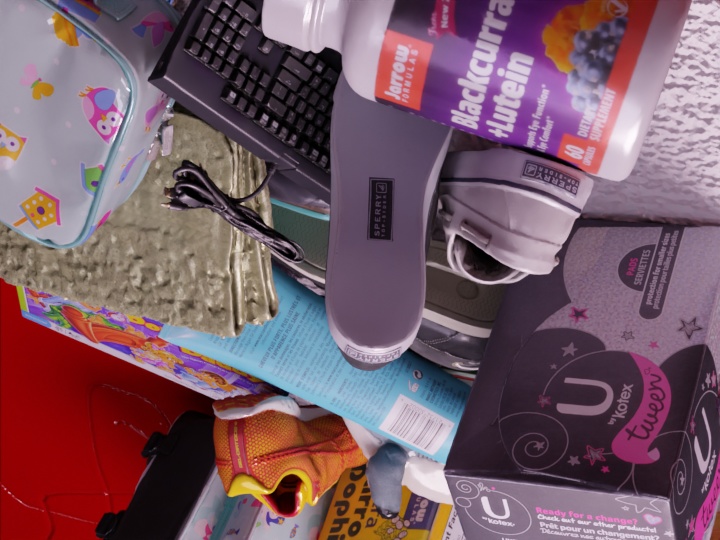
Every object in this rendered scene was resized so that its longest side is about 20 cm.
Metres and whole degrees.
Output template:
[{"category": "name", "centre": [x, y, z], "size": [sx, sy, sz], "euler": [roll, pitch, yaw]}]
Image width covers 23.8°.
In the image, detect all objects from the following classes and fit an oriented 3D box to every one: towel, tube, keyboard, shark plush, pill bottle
[{"category": "towel", "centre": [-0.140, -0.043, 1.015], "size": [0.199, 0.036, 0.149], "euler": [9, 112, 24]}, {"category": "tube", "centre": [-0.019, 0.054, 1.060], "size": [0.200, 0.078, 0.050], "euler": [29, 179, -9]}, {"category": "keyboard", "centre": [-0.038, -0.067, 0.931], "size": [0.200, 0.127, 0.021], "euler": [32, 174, -42]}, {"category": "shark plush", "centre": [0.025, 0.067, 1.127], "size": [0.083, 0.091, 0.200], "euler": [-25, 85, 12]}, {"category": "pill bottle", "centre": [0.057, -0.126, 0.858], "size": [0.199, 0.112, 0.112], "euler": [19, 142, 7]}]

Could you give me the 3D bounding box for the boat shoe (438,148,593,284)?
[{"category": "boat shoe", "centre": [0.075, -0.024, 0.934], "size": [0.072, 0.066, 0.200], "euler": [19, 178, -12]}]

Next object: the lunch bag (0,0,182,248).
[{"category": "lunch bag", "centre": [-0.191, -0.119, 0.932], "size": [0.200, 0.077, 0.161], "euler": [34, 126, 6]}]

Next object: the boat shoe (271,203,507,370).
[{"category": "boat shoe", "centre": [0.000, 0.000, 1.061], "size": [0.200, 0.072, 0.068], "euler": [27, 148, 7]}]

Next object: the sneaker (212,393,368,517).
[{"category": "sneaker", "centre": [-0.046, 0.125, 1.131], "size": [0.073, 0.077, 0.200], "euler": [-7, 171, 24]}]

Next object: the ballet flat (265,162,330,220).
[{"category": "ballet flat", "centre": [-0.082, -0.079, 1.031], "size": [0.199, 0.073, 0.073], "euler": [11, 141, 26]}]

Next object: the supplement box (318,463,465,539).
[{"category": "supplement box", "centre": [0.071, 0.229, 1.239], "size": [0.109, 0.109, 0.200], "euler": [-9, 140, 42]}]

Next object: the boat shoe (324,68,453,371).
[{"category": "boat shoe", "centre": [0.011, -0.042, 0.924], "size": [0.068, 0.201, 0.057], "euler": [9, 160, -2]}]

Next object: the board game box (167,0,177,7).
[{"category": "board game box", "centre": [-0.153, -0.211, 0.929], "size": [0.151, 0.037, 0.200], "euler": [30, 142, -6]}]

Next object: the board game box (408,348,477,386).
[{"category": "board game box", "centre": [0.074, 0.102, 1.184], "size": [0.199, 0.029, 0.135], "euler": [10, 139, 18]}]

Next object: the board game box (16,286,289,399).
[{"category": "board game box", "centre": [-0.136, 0.031, 1.167], "size": [0.200, 0.045, 0.135], "euler": [23, 159, 2]}]

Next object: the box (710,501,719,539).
[{"category": "box", "centre": [0.242, 0.183, 1.051], "size": [0.124, 0.200, 0.098], "euler": [-6, 133, 31]}]

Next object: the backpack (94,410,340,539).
[{"category": "backpack", "centre": [-0.075, 0.217, 1.277], "size": [0.150, 0.178, 0.200], "euler": [0, 140, 36]}]

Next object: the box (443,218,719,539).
[{"category": "box", "centre": [0.143, 0.077, 0.978], "size": [0.132, 0.200, 0.115], "euler": [4, 139, 24]}]
